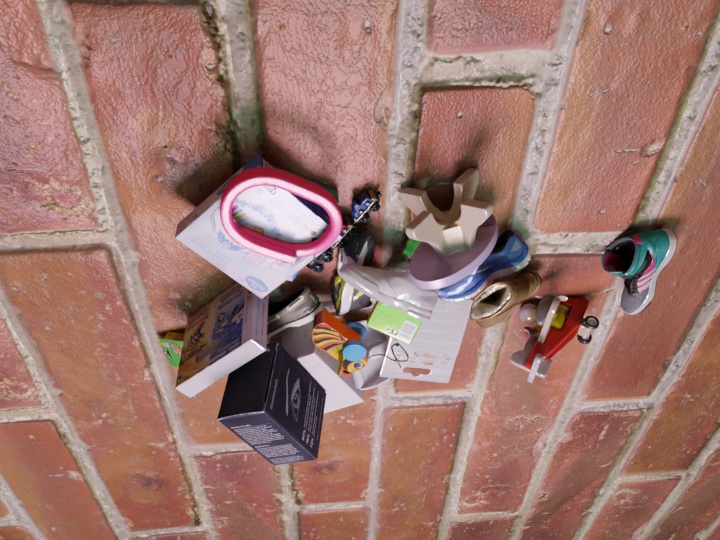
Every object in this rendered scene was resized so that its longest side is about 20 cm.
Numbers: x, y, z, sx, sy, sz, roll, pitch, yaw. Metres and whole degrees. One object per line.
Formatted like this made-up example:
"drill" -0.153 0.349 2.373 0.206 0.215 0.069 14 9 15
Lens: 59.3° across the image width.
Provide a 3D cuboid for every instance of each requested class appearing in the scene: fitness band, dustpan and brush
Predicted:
"fitness band" -0.125 -0.084 1.004 0.199 0.038 0.144 19 124 -25
"dustpan and brush" 0.069 0.158 1.342 0.199 0.141 0.057 -15 180 -35

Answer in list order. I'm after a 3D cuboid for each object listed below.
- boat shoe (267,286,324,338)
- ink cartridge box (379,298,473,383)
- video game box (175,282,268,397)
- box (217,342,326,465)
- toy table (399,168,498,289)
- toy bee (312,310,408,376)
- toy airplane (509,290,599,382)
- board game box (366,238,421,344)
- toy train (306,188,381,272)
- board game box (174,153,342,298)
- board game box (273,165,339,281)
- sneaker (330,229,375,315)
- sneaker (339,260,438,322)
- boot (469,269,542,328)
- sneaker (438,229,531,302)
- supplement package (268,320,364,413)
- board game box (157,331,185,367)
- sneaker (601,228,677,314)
"boat shoe" -0.168 0.088 1.259 0.201 0.072 0.061 -23 111 24
"ink cartridge box" 0.131 0.130 1.307 0.161 0.050 0.201 7 114 -14
"video game box" -0.258 0.116 1.194 0.199 0.183 0.047 -33 125 22
"box" -0.160 0.255 1.194 0.104 0.149 0.200 -14 134 23
"toy table" 0.152 -0.076 1.080 0.183 0.200 0.118 7 134 35
"toy bee" -0.023 0.163 1.233 0.200 0.131 0.109 40 121 -3
"toy airplane" 0.379 0.131 1.317 0.198 0.141 0.201 2 127 -54
"board game box" 0.096 0.034 1.203 0.095 0.030 0.201 24 106 -8
"toy train" -0.035 -0.073 1.135 0.046 0.034 0.200 27 119 -34
"board game box" -0.169 -0.067 1.065 0.199 0.044 0.200 -36 127 20
"board game box" -0.148 -0.081 1.116 0.151 0.045 0.200 18 127 -22
"sneaker" 0.000 0.000 1.205 0.084 0.075 0.201 -6 137 -25
"sneaker" 0.055 0.017 1.143 0.199 0.075 0.089 26 87 -24
"boot" 0.254 0.065 1.213 0.175 0.066 0.200 -49 163 28
"sneaker" 0.222 -0.015 1.216 0.199 0.079 0.089 -33 118 14
"supplement package" -0.089 0.193 1.321 0.119 0.122 0.200 -21 132 22
"board game box" -0.318 0.175 1.314 0.198 0.030 0.096 3 135 13
"sneaker" 0.531 0.006 1.254 0.120 0.084 0.201 0 125 -13
